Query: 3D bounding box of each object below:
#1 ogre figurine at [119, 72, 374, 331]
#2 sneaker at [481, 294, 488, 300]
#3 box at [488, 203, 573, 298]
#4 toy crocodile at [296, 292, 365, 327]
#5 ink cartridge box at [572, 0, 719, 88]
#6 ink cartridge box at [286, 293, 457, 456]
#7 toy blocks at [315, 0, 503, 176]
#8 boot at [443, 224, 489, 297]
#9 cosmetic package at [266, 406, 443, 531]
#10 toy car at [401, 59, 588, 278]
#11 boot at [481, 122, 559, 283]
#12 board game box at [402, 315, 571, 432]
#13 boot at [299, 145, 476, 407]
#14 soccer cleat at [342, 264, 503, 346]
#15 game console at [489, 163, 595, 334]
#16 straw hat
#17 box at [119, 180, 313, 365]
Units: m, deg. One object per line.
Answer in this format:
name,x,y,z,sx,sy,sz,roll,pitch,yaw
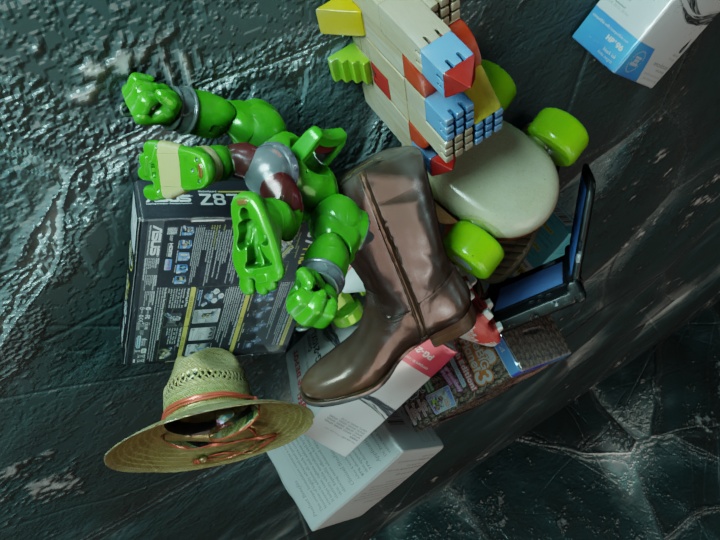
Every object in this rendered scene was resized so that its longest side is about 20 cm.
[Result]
ogre figurine,-0.063,-0.057,0.495,0.120,0.200,0.098,-27,145,-53
sneaker,0.114,0.062,1.002,0.199,0.071,0.083,-18,180,-38
box,0.236,-0.013,1.071,0.049,0.082,0.200,-7,141,-44
toy crocodile,0.000,0.000,0.819,0.200,0.062,0.068,-37,120,-12
ink cartridge box,0.325,-0.293,0.726,0.116,0.068,0.200,-6,140,-48
ink cartridge box,0.005,0.103,0.878,0.084,0.145,0.200,34,110,-28
toy blocks,0.051,-0.146,0.543,0.100,0.137,0.200,-33,155,-8
boot,0.132,0.002,0.916,0.075,0.108,0.200,-14,155,10
cosmetic package,-0.012,0.277,1.144,0.200,0.168,0.166,-43,155,15
toy car,0.115,-0.084,0.738,0.165,0.158,0.200,-52,172,-5
boot,0.199,-0.066,0.871,0.201,0.072,0.166,-70,158,-6
board game box,0.168,0.132,1.023,0.200,0.097,0.159,-39,159,35
boot,-0.006,0.008,0.600,0.186,0.064,0.200,-31,130,-3
soccer cleat,0.064,0.030,0.711,0.085,0.069,0.200,-40,128,21
game console,0.209,-0.028,0.838,0.175,0.117,0.200,-25,-175,20
straw hat,-0.142,0.119,0.666,0.200,0.085,0.201,-13,155,-6
box,-0.124,0.007,0.636,0.160,0.049,0.200,-2,140,-23
